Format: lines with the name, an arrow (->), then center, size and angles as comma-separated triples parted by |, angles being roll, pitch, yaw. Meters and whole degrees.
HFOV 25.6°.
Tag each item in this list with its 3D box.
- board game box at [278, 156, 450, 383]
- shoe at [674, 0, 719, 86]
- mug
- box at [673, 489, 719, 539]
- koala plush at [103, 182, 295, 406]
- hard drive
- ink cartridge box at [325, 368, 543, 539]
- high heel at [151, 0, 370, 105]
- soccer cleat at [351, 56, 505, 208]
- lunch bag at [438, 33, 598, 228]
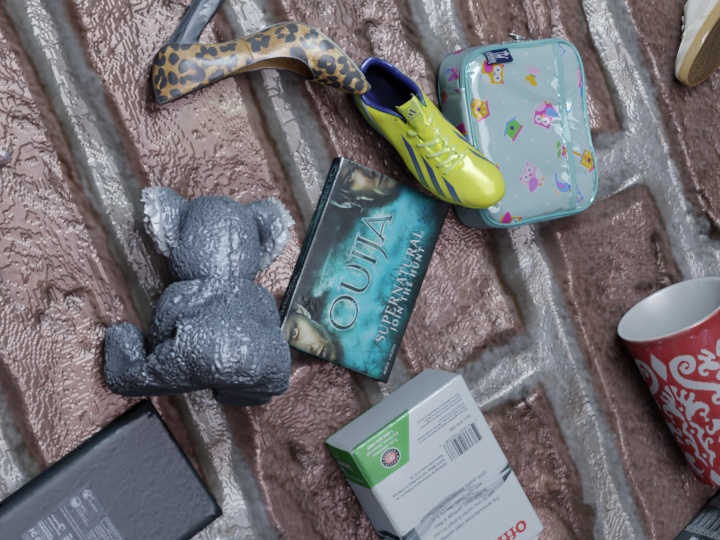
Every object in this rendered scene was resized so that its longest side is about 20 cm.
board game box -> 0.000, 0.000, 1.637 | 0.135, 0.028, 0.201 | 22, 83, -23
shoe -> 0.404, -0.299, 1.790 | 0.201, 0.053, 0.070 | -59, 143, -6
mug -> 0.401, 0.116, 1.757 | 0.177, 0.133, 0.201 | -31, 106, -17
box -> 0.426, 0.365, 1.795 | 0.200, 0.086, 0.164 | -43, 107, -16
koala plush -> -0.139, 0.018, 1.515 | 0.176, 0.184, 0.201 | 8, 77, -23
hard drive -> -0.249, 0.239, 1.538 | 0.200, 0.033, 0.140 | -36, 104, -18
ink cartridge box -> 0.078, 0.226, 1.647 | 0.146, 0.083, 0.201 | -33, 104, -18
high heel -> -0.101, -0.184, 1.560 | 0.199, 0.071, 0.143 | 29, 74, -3
soccer cleat -> 0.064, -0.137, 1.591 | 0.065, 0.084, 0.200 | -43, 76, -13
lunch bag -> 0.171, -0.150, 1.677 | 0.159, 0.077, 0.201 | -10, 97, -21
